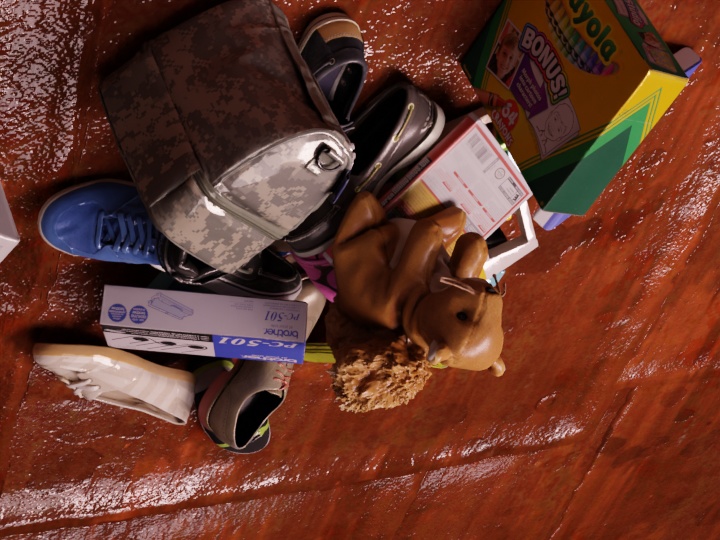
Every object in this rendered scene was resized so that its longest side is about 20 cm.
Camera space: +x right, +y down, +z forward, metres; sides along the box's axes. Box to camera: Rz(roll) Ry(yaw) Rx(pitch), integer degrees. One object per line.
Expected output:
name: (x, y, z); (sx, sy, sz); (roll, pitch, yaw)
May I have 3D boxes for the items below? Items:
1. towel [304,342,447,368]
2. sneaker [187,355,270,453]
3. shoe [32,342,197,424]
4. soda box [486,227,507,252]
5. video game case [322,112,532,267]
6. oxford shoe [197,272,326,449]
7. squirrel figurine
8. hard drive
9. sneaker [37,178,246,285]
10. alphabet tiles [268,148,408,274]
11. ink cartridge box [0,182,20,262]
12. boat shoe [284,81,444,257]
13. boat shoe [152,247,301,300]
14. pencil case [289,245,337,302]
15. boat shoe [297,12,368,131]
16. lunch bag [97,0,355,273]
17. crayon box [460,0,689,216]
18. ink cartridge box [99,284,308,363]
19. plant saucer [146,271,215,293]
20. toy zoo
towel: (-0.004, 0.093, 1.886); (0.086, 0.018, 0.199); (17, 167, -42)
sneaker: (-0.144, 0.168, 1.943); (0.071, 0.083, 0.200); (-26, 145, 0)
shoe: (-0.250, 0.114, 1.806); (0.199, 0.054, 0.070); (19, 162, -40)
soda box: (0.102, 0.015, 1.921); (0.070, 0.064, 0.201); (-12, 143, -19)
video game case: (0.070, -0.048, 1.735); (0.200, 0.017, 0.143); (-44, 140, 0)
oxford shoe: (-0.086, 0.097, 1.825); (0.070, 0.075, 0.201); (27, 98, -43)
squirrel figurine: (0.054, 0.049, 1.647); (0.141, 0.187, 0.201); (16, 113, -45)
hard drive: (0.265, -0.135, 1.812); (0.200, 0.025, 0.132); (-54, 168, 33)
sneaker: (-0.191, -0.035, 1.599); (0.199, 0.111, 0.077); (6, 99, -14)
alphabet tiles: (-0.024, -0.048, 1.811); (0.166, 0.008, 0.200); (-20, 144, -8)
ink cartridge box: (-0.421, -0.008, 1.547); (0.200, 0.085, 0.146); (-43, 142, 24)
boat shoe: (-0.009, -0.100, 1.695); (0.201, 0.072, 0.061); (-46, 137, 8)
boat shoe: (-0.126, -0.017, 1.732); (0.199, 0.071, 0.064); (18, 126, -41)
pencil case: (0.000, 0.000, 1.811); (0.090, 0.094, 0.200); (11, 158, 28)
boat shoe: (-0.044, -0.146, 1.629); (0.074, 0.062, 0.200); (-4, 141, -30)
lunch bag: (-0.106, -0.122, 1.501); (0.167, 0.201, 0.139); (-37, 143, 18)
crayon box: (0.190, -0.182, 1.607); (0.058, 0.201, 0.173); (5, 135, -35)
ink cartridge box: (-0.152, 0.054, 1.737); (0.199, 0.045, 0.094); (5, 164, -1)
plant saucer: (-0.123, 0.025, 1.825); (0.199, 0.019, 0.070); (16, 130, -42)
toy zoo: (0.108, -0.059, 1.793); (0.131, 0.020, 0.201); (-24, 122, -12)
